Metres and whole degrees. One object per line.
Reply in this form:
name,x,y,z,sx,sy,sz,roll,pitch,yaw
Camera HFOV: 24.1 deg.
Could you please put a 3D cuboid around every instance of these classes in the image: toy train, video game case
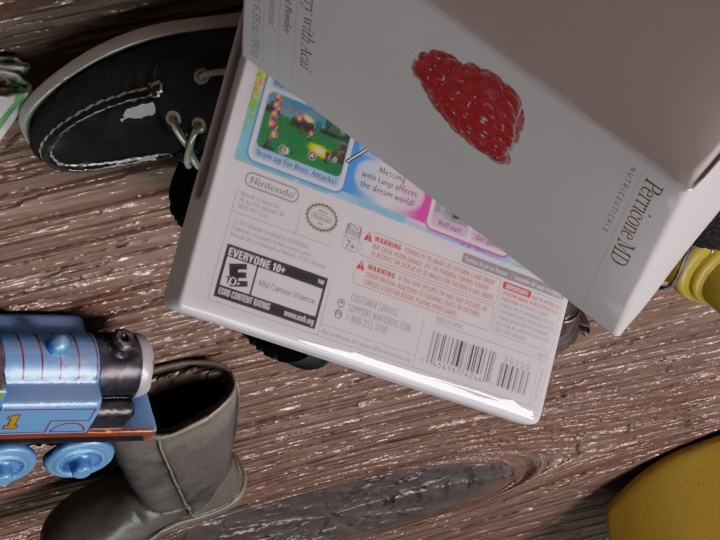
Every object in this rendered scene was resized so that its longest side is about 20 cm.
toy train,-0.215,0.074,1.025,0.198,0.087,0.114,2,144,-31
video game case,0.022,-0.043,0.767,0.198,0.184,0.024,20,170,-29

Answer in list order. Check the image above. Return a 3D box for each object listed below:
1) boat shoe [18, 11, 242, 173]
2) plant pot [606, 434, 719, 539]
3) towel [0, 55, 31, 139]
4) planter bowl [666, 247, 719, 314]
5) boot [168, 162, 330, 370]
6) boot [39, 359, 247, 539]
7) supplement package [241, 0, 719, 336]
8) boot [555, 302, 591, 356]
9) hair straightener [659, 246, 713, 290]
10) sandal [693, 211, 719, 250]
boat shoe,-0.062,-0.080,0.801,0.198,0.061,0.074,-16,155,-8
plant pot,0.349,0.271,1.618,0.198,0.197,0.195,-15,156,24
towel,-0.270,-0.062,0.787,0.198,0.024,0.152,3,150,-33
planter bowl,0.294,-0.008,1.114,0.198,0.084,0.201,-16,155,-7
boot,0.000,0.001,0.880,0.161,0.198,0.074,20,106,-35
boot,-0.162,0.144,1.208,0.180,0.073,0.200,-26,163,-8
supplement package,0.065,-0.097,0.655,0.120,0.199,0.122,-47,165,-24
boot,0.074,0.033,1.112,0.197,0.070,0.175,-12,154,-11
hair straightener,0.198,-0.044,1.014,0.040,0.078,0.200,10,150,-18
sandal,0.158,-0.049,0.968,0.198,0.046,0.075,7,158,35
